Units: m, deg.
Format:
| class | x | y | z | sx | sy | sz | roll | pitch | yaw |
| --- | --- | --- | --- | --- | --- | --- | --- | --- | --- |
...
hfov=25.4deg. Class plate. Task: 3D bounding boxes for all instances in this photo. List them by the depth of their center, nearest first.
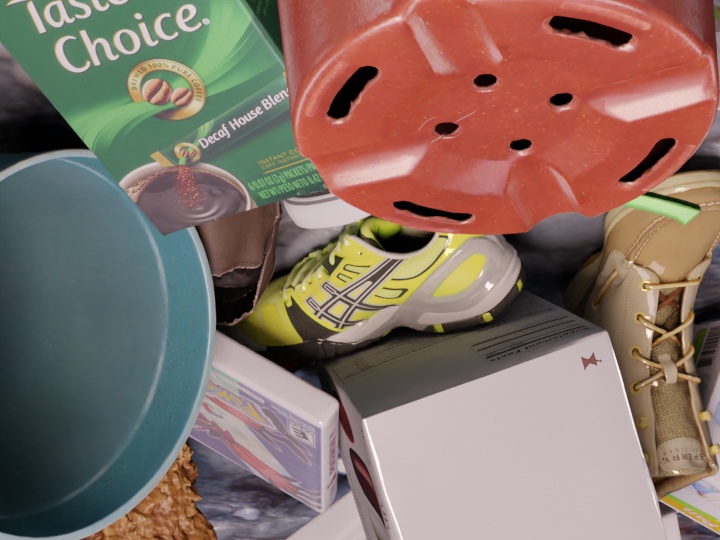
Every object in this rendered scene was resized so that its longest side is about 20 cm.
| class | x | y | z | sx | sy | sz | roll | pitch | yaw |
| --- | --- | --- | --- | --- | --- | --- | --- | --- | --- |
| plate | 0.038 | 0.185 | 1.246 | 0.199 | 0.032 | 0.200 | -15 | 161 | -35 |

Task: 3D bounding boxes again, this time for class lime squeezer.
| class | x | y | z | sx | sy | sz | roll | pitch | yaw |
| --- | --- | --- | --- | --- | --- | --- | --- | --- | --- |
| lime squeezer | 0.069 | -0.073 | 0.759 | 0.200 | 0.038 | 0.071 | 45 | 124 | -12 |

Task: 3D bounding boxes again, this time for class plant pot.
| class | x | y | z | sx | sy | sz | roll | pitch | yaw |
| --- | --- | --- | --- | --- | --- | --- | --- | --- | --- |
| plant pot | 0.046 | -0.132 | 0.594 | 0.199 | 0.196 | 0.201 | -1 | 151 | -1 |
| plant pot | -0.214 | 0.029 | 0.859 | 0.187 | 0.201 | 0.200 | 8 | 163 | 41 |

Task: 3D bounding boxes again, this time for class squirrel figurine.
| class | x | y | z | sx | sy | sz | roll | pitch | yaw |
| --- | --- | --- | --- | --- | --- | --- | --- | --- | --- |
| squirrel figurine | -0.206 | 0.203 | 1.183 | 0.199 | 0.188 | 0.142 | -3 | 151 | 2 |

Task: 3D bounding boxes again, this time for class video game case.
| class | x | y | z | sx | sy | sz | roll | pitch | yaw |
| --- | --- | --- | --- | --- | --- | --- | --- | --- | --- |
| video game case | -0.103 | 0.074 | 1.015 | 0.199 | 0.023 | 0.182 | 28 | 158 | 11 |

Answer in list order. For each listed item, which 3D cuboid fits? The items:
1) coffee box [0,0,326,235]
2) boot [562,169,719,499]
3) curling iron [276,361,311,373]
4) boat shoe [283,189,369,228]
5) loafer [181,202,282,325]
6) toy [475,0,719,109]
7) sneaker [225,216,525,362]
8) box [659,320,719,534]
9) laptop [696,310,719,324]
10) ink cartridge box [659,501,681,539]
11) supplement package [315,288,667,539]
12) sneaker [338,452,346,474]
| class | x | y | z | sx | sy | sz | roll | pitch | yaw |
| --- | --- | --- | --- | --- | --- | --- | --- | --- | --- |
| coffee box | -0.094 | -0.107 | 0.738 | 0.122 | 0.044 | 0.200 | -14 | 133 | 23 |
| boot | 0.182 | 0.045 | 0.954 | 0.072 | 0.156 | 0.200 | -1 | 153 | -15 |
| curling iron | -0.058 | 0.079 | 1.122 | 0.199 | 0.050 | 0.025 | -20 | 174 | 43 |
| boat shoe | 0.032 | -0.082 | 0.831 | 0.199 | 0.069 | 0.057 | -22 | 115 | 33 |
| loafer | -0.073 | -0.032 | 0.892 | 0.073 | 0.071 | 0.200 | -3 | 151 | 2 |
| toy | 0.125 | -0.101 | 0.717 | 0.199 | 0.116 | 0.047 | -4 | 140 | -7 |
| sneaker | 0.000 | 0.000 | 0.976 | 0.199 | 0.076 | 0.077 | -16 | 120 | 25 |
| box | 0.288 | 0.130 | 1.084 | 0.199 | 0.113 | 0.101 | 29 | 162 | -16 |
| laptop | 0.354 | 0.102 | 1.114 | 0.199 | 0.117 | 0.187 | -11 | 149 | 15 |
| ink cartridge box | 0.156 | 0.208 | 1.153 | 0.199 | 0.067 | 0.116 | -17 | -167 | -18 |
| supplement package | 0.077 | 0.130 | 0.956 | 0.146 | 0.192 | 0.200 | -18 | -171 | -7 |
| sneaker | 0.046 | 0.084 | 1.120 | 0.199 | 0.077 | 0.085 | -10 | 144 | -3 |
